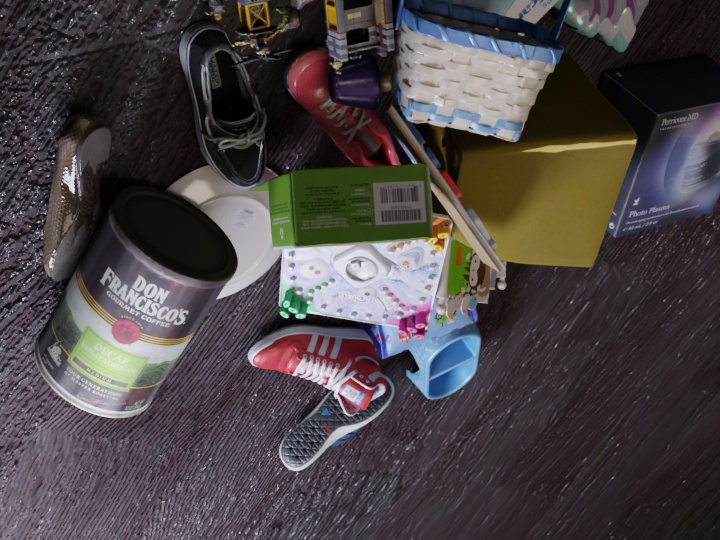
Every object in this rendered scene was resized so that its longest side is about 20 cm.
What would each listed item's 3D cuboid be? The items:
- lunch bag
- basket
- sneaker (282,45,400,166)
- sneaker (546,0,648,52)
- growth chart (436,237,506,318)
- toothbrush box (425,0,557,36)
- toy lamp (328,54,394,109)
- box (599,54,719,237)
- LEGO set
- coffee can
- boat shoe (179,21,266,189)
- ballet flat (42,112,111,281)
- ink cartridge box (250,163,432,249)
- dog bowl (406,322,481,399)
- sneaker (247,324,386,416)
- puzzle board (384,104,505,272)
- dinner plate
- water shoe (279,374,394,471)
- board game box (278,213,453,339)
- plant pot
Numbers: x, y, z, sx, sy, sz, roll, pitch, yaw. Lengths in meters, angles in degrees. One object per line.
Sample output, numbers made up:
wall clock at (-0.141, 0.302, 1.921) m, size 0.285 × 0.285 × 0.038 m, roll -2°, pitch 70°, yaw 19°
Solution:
lunch bag at (0.068, -0.007, 1.278) m, size 0.148 × 0.094 × 0.203 m, roll -20°, pitch 127°, yaw -16°
basket at (0.110, -0.238, 0.910) m, size 0.173 × 0.140 × 0.203 m, roll 11°, pitch 118°, yaw -14°
sneaker at (-0.008, -0.171, 1.059) m, size 0.074 × 0.087 × 0.200 m, roll -42°, pitch 139°, yaw 5°
sneaker at (0.291, -0.346, 1.125) m, size 0.199 × 0.077 × 0.141 m, roll -4°, pitch 127°, yaw -56°
growth chart at (0.152, -0.017, 1.277) m, size 0.199 × 0.017 × 0.148 m, roll -13°, pitch 105°, yaw -55°
toothbrush box at (0.120, -0.329, 1.007) m, size 0.146 × 0.086 × 0.199 m, roll -44°, pitch 138°, yaw 9°
toy lamp at (0.064, -0.203, 1.011) m, size 0.196 × 0.059 × 0.059 m, roll -6°, pitch 132°, yaw -14°
box at (0.421, -0.175, 1.343) m, size 0.197 × 0.124 × 0.201 m, roll -14°, pitch 133°, yaw -26°
LEGO set at (-0.059, -0.245, 0.904) m, size 0.198 × 0.153 × 0.118 m, roll -22°, pitch 121°, yaw -29°
coffee can at (-0.240, 0.034, 1.024) m, size 0.145 × 0.147 × 0.201 m, roll 12°, pitch 123°, yaw -42°
boat shoe at (-0.130, -0.157, 0.993) m, size 0.073 × 0.068 × 0.202 m, roll -24°, pitch 136°, yaw -19°
ballet flat at (-0.296, -0.074, 0.978) m, size 0.067 × 0.046 × 0.202 m, roll -41°, pitch 159°, yaw -49°
ink cartridge box at (-0.027, -0.063, 1.014) m, size 0.145 × 0.200 × 0.077 m, roll -4°, pitch 90°, yaw -18°
dog bowl at (0.127, 0.127, 1.432) m, size 0.110 × 0.050 × 0.201 m, roll -24°, pitch 150°, yaw -13°
sneaker at (-0.050, 0.137, 1.288) m, size 0.197 × 0.114 × 0.072 m, roll 0°, pitch 141°, yaw -35°
puzzle board at (0.089, -0.089, 1.033) m, size 0.017 × 0.201 × 0.151 m, roll -35°, pitch -177°, yaw 3°
dinner plate at (-0.163, -0.037, 1.120) m, size 0.197 × 0.024 × 0.202 m, roll -21°, pitch 136°, yaw -21°
water shoe at (-0.037, 0.222, 1.432) m, size 0.198 × 0.072 × 0.079 m, roll -35°, pitch 167°, yaw -6°
board game box at (0.000, 0.000, 1.173) m, size 0.196 × 0.026 × 0.202 m, roll 9°, pitch 135°, yaw -1°
plant pot at (0.182, -0.129, 1.166) m, size 0.196 × 0.197 × 0.197 m, roll -6°, pitch 132°, yaw -17°
